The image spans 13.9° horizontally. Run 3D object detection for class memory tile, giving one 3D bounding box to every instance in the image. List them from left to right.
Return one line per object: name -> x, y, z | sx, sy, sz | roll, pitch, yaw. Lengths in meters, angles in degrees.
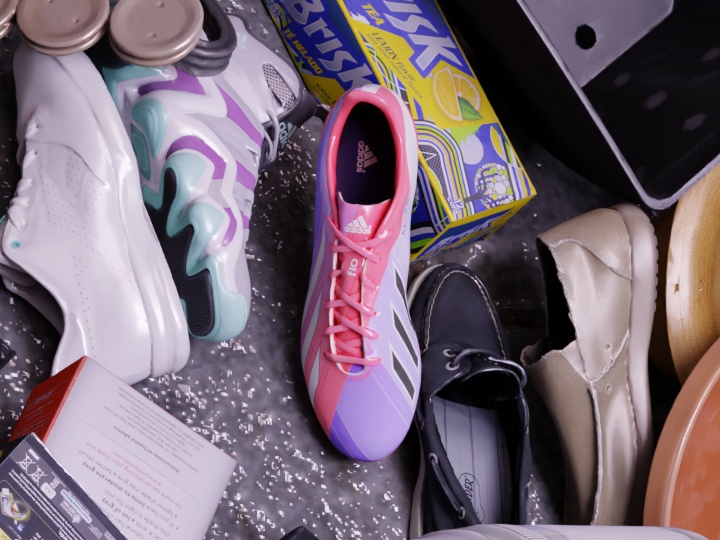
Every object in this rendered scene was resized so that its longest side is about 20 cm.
memory tile -> -0.140, -0.191, 1.574 | 0.152, 0.017, 0.201 | 6, 55, 11

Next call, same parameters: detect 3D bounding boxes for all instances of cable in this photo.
cable -> -0.118, -0.166, 1.608 | 0.097, 0.050, 0.200 | -2, 47, -45

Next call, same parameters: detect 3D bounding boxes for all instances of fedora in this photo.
fedora -> 0.215, 0.006, 1.711 | 0.200, 0.081, 0.202 | 1, 89, -45

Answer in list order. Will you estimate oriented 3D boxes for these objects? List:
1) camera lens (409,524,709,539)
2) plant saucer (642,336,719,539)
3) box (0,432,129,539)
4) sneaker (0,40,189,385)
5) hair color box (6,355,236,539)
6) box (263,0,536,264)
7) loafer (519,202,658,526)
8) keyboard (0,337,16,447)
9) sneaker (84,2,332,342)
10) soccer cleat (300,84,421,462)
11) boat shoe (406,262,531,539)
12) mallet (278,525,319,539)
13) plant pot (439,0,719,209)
camera lens -> 0.101, 0.209, 1.486 | 0.199, 0.160, 0.161 | 5, 62, -38
plant saucer -> 0.220, 0.117, 1.641 | 0.200, 0.032, 0.202 | -18, 115, -43
box -> -0.140, 0.200, 1.343 | 0.200, 0.049, 0.161 | 48, 52, -10
sneaker -> -0.159, -0.031, 1.533 | 0.088, 0.075, 0.201 | -16, 70, -15
hair color box -> -0.146, 0.154, 1.426 | 0.101, 0.061, 0.201 | 37, 54, -18
box -> 0.017, -0.109, 1.681 | 0.070, 0.064, 0.201 | -18, 75, -37
loafer -> 0.122, 0.063, 1.624 | 0.067, 0.076, 0.202 | 1, 90, -11
keyboard -> -0.239, 0.091, 1.443 | 0.127, 0.021, 0.200 | 45, 52, -1
sneaker -> -0.061, -0.061, 1.597 | 0.139, 0.078, 0.201 | -8, 70, -34
soccer cleat -> 0.000, 0.000, 1.571 | 0.066, 0.076, 0.202 | 2, 83, 7
boat shoe -> 0.062, 0.077, 1.605 | 0.074, 0.066, 0.201 | 18, 57, -22
mallet -> -0.075, 0.202, 1.475 | 0.200, 0.041, 0.066 | -35, 87, -35
plant pot -> 0.147, -0.170, 1.684 | 0.199, 0.177, 0.201 | -39, 105, -17
